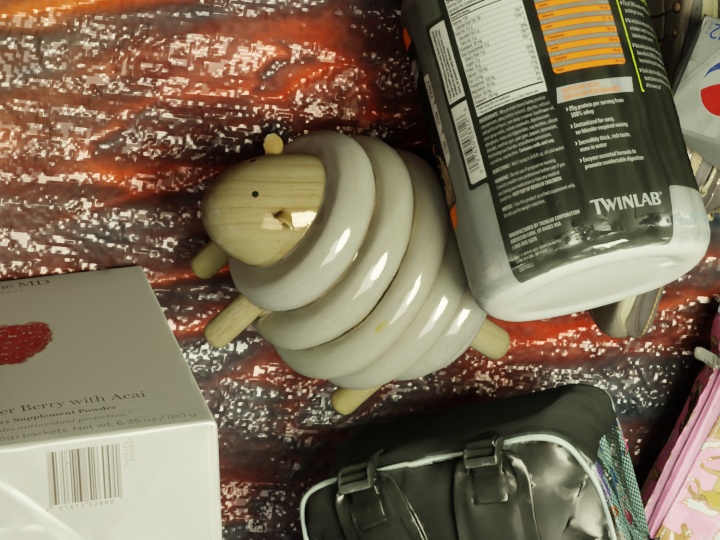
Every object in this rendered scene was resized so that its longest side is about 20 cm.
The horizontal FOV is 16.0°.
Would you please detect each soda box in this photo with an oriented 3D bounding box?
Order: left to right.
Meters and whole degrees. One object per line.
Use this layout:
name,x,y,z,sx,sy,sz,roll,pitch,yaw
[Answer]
soda box,0.240,-0.060,1.333,0.200,0.068,0.064,31,82,-48

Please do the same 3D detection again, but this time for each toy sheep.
toy sheep,0.000,0.000,1.306,0.199,0.138,0.138,27,102,-37

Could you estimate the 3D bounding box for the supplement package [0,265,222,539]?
supplement package,-0.145,0.092,1.256,0.120,0.200,0.121,-7,113,-13

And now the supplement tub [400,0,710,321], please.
supplement tub,0.091,-0.086,1.258,0.122,0.123,0.201,-11,76,-11

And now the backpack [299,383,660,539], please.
backpack,0.077,0.169,1.351,0.176,0.151,0.201,-14,99,22

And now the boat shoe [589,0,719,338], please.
boat shoe,0.174,-0.055,1.360,0.073,0.075,0.201,8,109,-18

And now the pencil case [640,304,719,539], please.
pencil case,0.195,0.118,1.428,0.086,0.083,0.201,22,104,-7
